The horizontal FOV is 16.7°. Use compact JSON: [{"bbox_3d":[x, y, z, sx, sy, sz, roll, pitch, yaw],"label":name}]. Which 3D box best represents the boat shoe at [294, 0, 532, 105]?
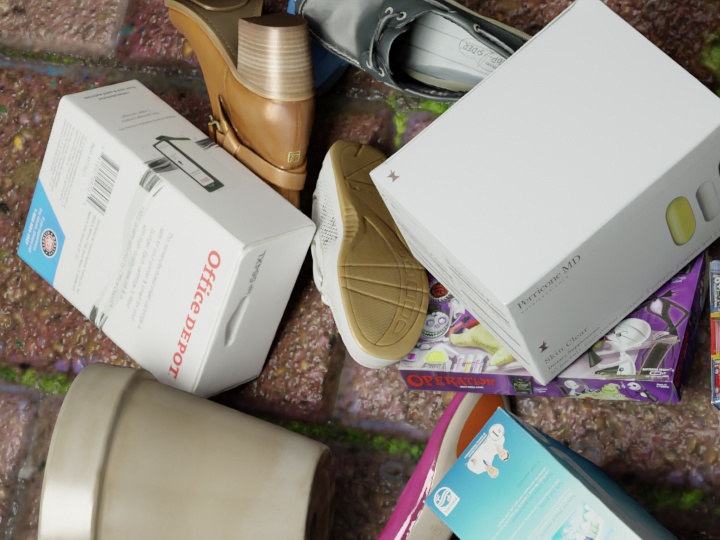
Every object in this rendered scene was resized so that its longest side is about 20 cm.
[{"bbox_3d":[0.039,-0.160,1.756,0.199,0.066,0.075,24,111,9],"label":"boat shoe"}]

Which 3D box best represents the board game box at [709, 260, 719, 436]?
[{"bbox_3d":[0.327,0.078,1.570,0.199,0.062,0.201,-11,61,26],"label":"board game box"}]

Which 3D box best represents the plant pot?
[{"bbox_3d":[-0.112,0.170,1.696,0.173,0.200,0.201,5,78,9],"label":"plant pot"}]

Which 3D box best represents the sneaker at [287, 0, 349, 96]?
[{"bbox_3d":[-0.028,-0.229,1.820,0.066,0.078,0.201,21,93,36],"label":"sneaker"}]

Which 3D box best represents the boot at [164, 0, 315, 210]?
[{"bbox_3d":[-0.096,-0.124,1.834,0.200,0.073,0.156,-144,52,-60],"label":"boot"}]

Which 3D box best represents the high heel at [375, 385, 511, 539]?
[{"bbox_3d":[0.040,0.161,1.713,0.096,0.067,0.201,-4,58,52],"label":"high heel"}]

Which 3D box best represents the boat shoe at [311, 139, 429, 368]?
[{"bbox_3d":[0.000,0.000,1.746,0.069,0.070,0.201,-56,28,40],"label":"boat shoe"}]

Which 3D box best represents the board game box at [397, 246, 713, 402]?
[{"bbox_3d":[0.134,0.031,1.691,0.199,0.032,0.120,1,48,24],"label":"board game box"}]

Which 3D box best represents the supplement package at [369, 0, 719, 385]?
[{"bbox_3d":[0.139,-0.056,1.651,0.200,0.111,0.156,-40,53,-6],"label":"supplement package"}]

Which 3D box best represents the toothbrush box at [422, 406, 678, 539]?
[{"bbox_3d":[0.158,0.194,1.577,0.085,0.146,0.200,-52,52,4],"label":"toothbrush box"}]

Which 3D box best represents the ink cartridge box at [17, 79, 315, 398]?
[{"bbox_3d":[-0.144,-0.022,1.793,0.200,0.084,0.146,39,125,26],"label":"ink cartridge box"}]
